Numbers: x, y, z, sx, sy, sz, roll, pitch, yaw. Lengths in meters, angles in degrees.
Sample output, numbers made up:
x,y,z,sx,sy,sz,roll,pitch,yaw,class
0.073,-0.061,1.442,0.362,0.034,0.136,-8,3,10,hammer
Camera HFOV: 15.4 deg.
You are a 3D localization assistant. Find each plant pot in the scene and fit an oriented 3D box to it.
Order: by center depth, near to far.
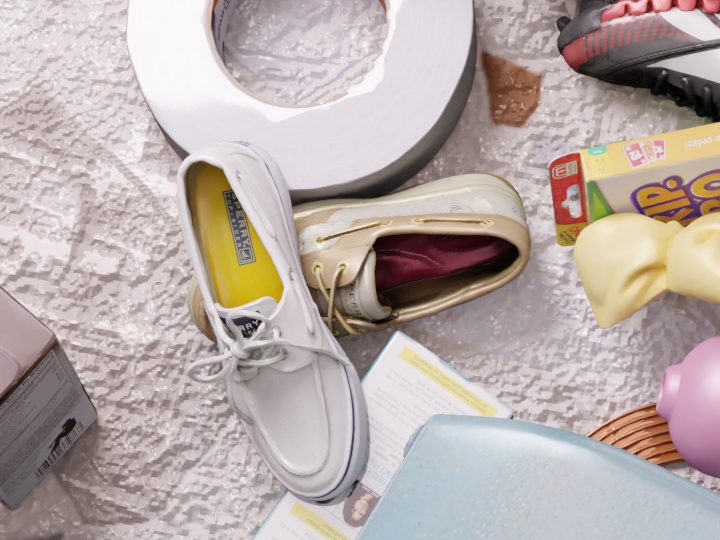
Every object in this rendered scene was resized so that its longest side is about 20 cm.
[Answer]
x,y,z,sx,sy,sz,roll,pitch,yaw,class
0.091,0.177,1.381,0.200,0.196,0.197,31,84,8,plant pot

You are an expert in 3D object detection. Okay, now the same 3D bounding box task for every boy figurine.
x,y,z,sx,sy,sz,roll,pitch,yaw,class
0.212,0.000,1.442,0.199,0.124,0.065,-3,104,15,boy figurine

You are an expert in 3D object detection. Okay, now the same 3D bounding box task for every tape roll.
x,y,z,sx,sy,sz,roll,pitch,yaw,class
-0.033,-0.136,1.534,0.199,0.066,0.201,-1,80,3,tape roll

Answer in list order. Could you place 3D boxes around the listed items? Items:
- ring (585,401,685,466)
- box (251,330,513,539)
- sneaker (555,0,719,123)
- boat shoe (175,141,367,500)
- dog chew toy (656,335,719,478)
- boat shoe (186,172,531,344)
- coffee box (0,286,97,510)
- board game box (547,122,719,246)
x,y,z,sx,sy,sz,roll,pitch,yaw,class
0.188,0.170,1.486,0.199,0.019,0.201,-1,79,4,ring
-0.002,0.140,1.488,0.082,0.049,0.200,34,83,9,box
0.210,-0.112,1.510,0.199,0.071,0.098,2,77,3,sneaker
-0.055,0.029,1.431,0.074,0.086,0.203,-15,89,21,boat shoe
0.259,0.088,1.439,0.199,0.125,0.125,13,80,2,dog chew toy
0.000,0.000,1.494,0.199,0.066,0.074,-20,118,0,boat shoe
-0.217,0.051,1.441,0.113,0.200,0.080,40,80,10,coffee box
0.206,-0.049,1.486,0.199,0.096,0.030,-9,58,3,board game box
